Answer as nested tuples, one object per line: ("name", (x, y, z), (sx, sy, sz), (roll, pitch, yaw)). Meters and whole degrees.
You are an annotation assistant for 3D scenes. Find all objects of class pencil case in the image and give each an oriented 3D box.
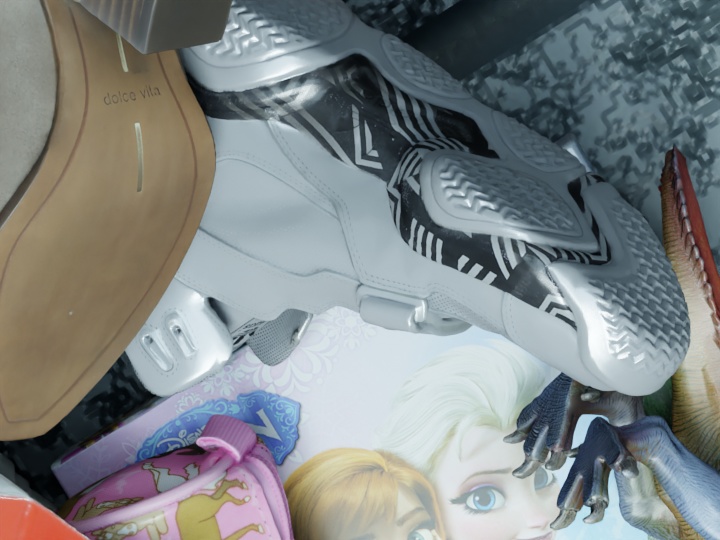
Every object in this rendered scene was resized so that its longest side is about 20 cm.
("pencil case", (-0.032, 0.148, 0.889), (0.086, 0.083, 0.201), (-25, 93, -20))

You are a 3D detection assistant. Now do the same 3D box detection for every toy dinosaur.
("toy dinosaur", (0.136, 0.094, 0.874), (0.181, 0.105, 0.201), (29, 85, -18))

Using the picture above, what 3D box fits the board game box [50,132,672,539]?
("board game box", (0.036, 0.093, 0.940), (0.200, 0.041, 0.200), (-33, 92, 6))

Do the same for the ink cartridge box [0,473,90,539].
("ink cartridge box", (-0.150, 0.114, 0.881), (0.200, 0.057, 0.163), (38, 131, 25))

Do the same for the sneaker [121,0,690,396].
("sneaker", (0.000, 0.000, 0.861), (0.200, 0.075, 0.115), (38, 116, 22))

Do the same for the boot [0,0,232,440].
("boot", (-0.103, -0.072, 0.849), (0.146, 0.070, 0.201), (46, 123, 35))

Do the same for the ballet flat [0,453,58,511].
("ballet flat", (-0.113, 0.114, 0.936), (0.065, 0.070, 0.201), (-18, 110, -17))
